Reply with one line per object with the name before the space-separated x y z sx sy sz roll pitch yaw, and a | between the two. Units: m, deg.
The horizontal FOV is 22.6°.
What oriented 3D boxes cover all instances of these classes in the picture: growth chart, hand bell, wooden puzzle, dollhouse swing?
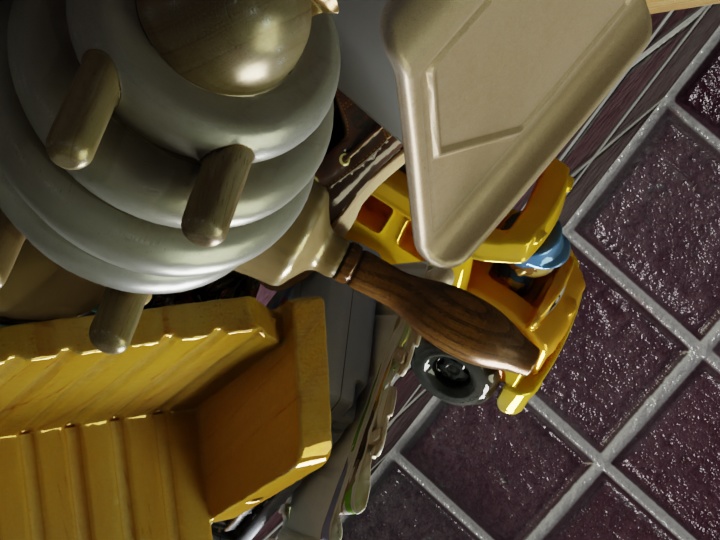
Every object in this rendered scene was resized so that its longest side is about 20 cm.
growth chart | -0.005 0.084 0.996 0.202 0.018 0.145 -69 -164 1
hand bell | 0.000 0.000 0.900 0.105 0.199 0.104 -60 -173 12
wooden puzzle | 0.074 -0.116 0.829 0.185 0.037 0.200 -49 156 -17
dollhouse swing | -0.115 0.128 0.740 0.198 0.177 0.182 -6 164 -30

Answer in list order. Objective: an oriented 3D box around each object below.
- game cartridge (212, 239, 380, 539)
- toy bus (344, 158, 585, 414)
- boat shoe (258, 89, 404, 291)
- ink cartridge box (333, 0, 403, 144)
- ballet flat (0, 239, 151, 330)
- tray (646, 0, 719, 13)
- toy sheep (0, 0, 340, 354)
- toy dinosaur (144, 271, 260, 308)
game cartridge | -0.049 0.076 1.059 0.200 0.041 0.134 -52 -153 43
toy bus | 0.066 -0.036 1.112 0.136 0.199 0.192 -57 179 -41
boat shoe | -0.009 -0.083 1.015 0.201 0.070 0.070 -53 132 -10
ink cartridge box | 0.070 -0.181 0.919 0.200 0.087 0.146 -45 170 -32
ballet flat | -0.132 -0.012 0.765 0.200 0.068 0.064 -11 120 -83
tray | 0.162 -0.198 1.043 0.199 0.037 0.099 1 -115 56
toy sheep | -0.075 -0.052 0.624 0.138 0.138 0.200 -41 -177 -40
toy dinosaur | -0.122 0.072 1.064 0.202 0.101 0.136 -69 -167 -12
